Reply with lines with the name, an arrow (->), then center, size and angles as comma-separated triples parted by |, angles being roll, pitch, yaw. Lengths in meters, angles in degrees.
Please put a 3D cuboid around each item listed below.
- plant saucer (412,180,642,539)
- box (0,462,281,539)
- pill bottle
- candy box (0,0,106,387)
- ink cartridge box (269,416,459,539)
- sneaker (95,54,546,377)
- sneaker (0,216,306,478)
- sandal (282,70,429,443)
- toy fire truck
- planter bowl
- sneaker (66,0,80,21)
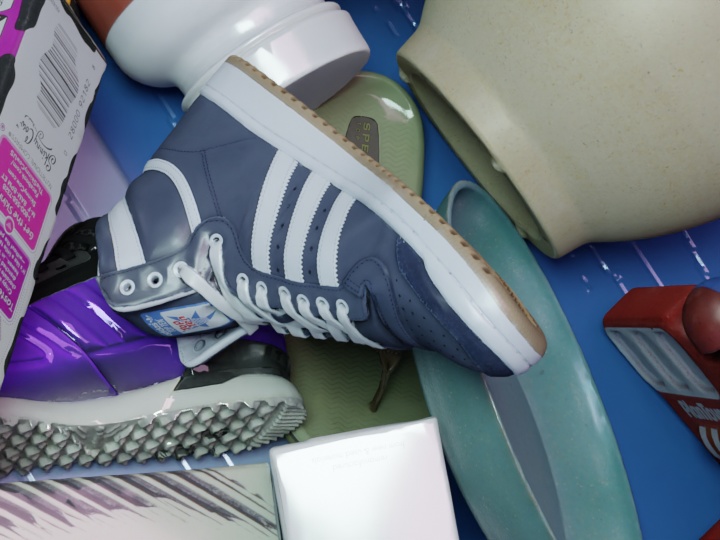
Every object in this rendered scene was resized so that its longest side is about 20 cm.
plant saucer -> 0.067, 0.061, 0.764 | 0.036, 0.200, 0.201 | -23, 79, 17
box -> -0.134, 0.122, 0.701 | 0.199, 0.082, 0.069 | -2, 72, -22
pill bottle -> -0.084, -0.156, 0.795 | 0.112, 0.112, 0.201 | -31, 84, -26
candy box -> -0.189, -0.016, 0.679 | 0.136, 0.061, 0.201 | -4, 54, 22
ink cartridge box -> 0.014, 0.163, 0.702 | 0.067, 0.117, 0.201 | -10, 85, -3
sneaker -> -0.024, 0.007, 0.672 | 0.109, 0.070, 0.200 | -46, 49, -3
sneaker -> -0.126, 0.027, 0.748 | 0.199, 0.070, 0.100 | 0, 65, -24
sandal -> -0.001, -0.001, 0.803 | 0.079, 0.057, 0.202 | 5, 71, -18
toy fire truck -> 0.184, 0.074, 0.775 | 0.112, 0.200, 0.168 | -43, 93, -5
planter bowl -> 0.101, -0.092, 0.812 | 0.135, 0.200, 0.201 | -38, 88, -2
sneaker -> -0.187, -0.151, 0.775 | 0.200, 0.077, 0.078 | 44, 65, 0
